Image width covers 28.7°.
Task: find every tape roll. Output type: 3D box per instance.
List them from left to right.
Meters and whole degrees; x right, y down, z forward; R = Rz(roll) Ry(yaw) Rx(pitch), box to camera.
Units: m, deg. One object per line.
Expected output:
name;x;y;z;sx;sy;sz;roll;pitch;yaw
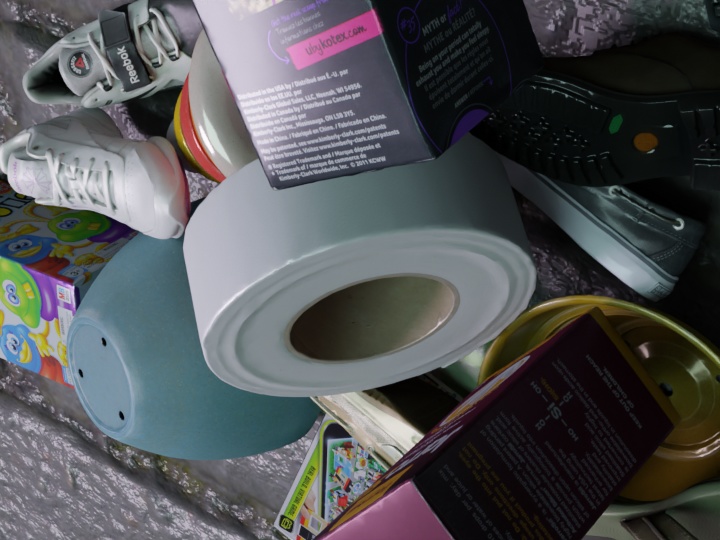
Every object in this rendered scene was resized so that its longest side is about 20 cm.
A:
tape roll;0.000;0.000;0.818;0.202;0.201;0.071;-45;50;44

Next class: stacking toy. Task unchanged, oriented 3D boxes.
stacking toy;-0.080;-0.105;0.974;0.199;0.145;0.147;-11;108;62

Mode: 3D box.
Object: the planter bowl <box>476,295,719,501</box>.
planter bowl;0.178;0.091;0.881;0.199;0.083;0.202;19;124;30

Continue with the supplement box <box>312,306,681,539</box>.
supplement box;0.076;0.117;0.778;0.086;0.200;0.110;52;134;2

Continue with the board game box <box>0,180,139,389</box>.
board game box;-0.272;0.008;1.179;0.198;0.105;0.104;17;123;30

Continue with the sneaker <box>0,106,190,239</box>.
sneaker;-0.192;-0.062;1.011;0.199;0.099;0.076;25;125;49

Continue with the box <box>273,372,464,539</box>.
box;0.013;0.153;1.046;0.110;0.035;0.201;36;129;15

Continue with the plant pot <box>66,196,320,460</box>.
plant pot;-0.139;0.059;1.051;0.199;0.134;0.202;26;125;43

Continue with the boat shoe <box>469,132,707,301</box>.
boat shoe;0.125;-0.069;0.850;0.200;0.070;0.066;45;107;23

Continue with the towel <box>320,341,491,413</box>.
towel;0.008;0.061;1.037;0.199;0.031;0.151;23;127;27

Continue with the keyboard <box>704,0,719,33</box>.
keyboard;0.257;-0.187;0.705;0.198;0.021;0.128;-2;113;38

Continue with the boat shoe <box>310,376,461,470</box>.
boat shoe;0.006;0.089;0.935;0.200;0.073;0.064;35;122;30

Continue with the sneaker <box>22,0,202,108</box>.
sneaker;-0.168;-0.154;1.019;0.199;0.088;0.075;-16;103;41

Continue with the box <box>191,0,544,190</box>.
box;-0.011;-0.157;0.660;0.105;0.122;0.202;-6;114;39

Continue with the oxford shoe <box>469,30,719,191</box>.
oxford shoe;0.150;-0.096;0.797;0.198;0.085;0.073;9;137;18

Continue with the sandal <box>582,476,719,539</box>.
sandal;0.178;0.170;0.826;0.200;0.057;0.081;-13;105;42
